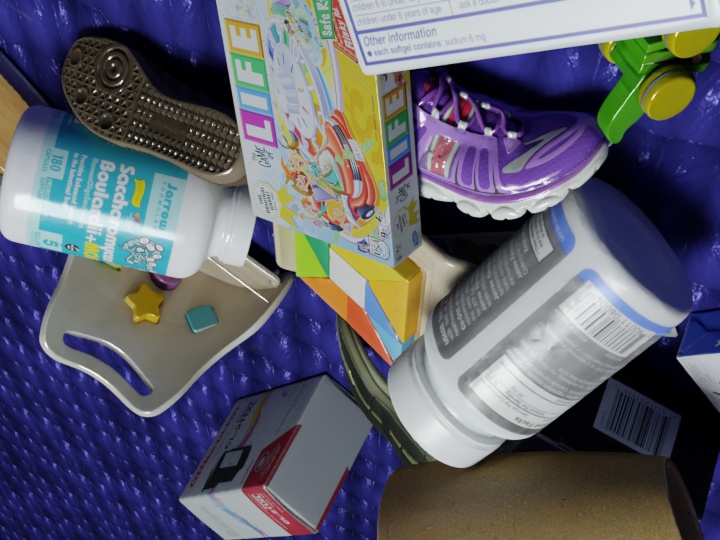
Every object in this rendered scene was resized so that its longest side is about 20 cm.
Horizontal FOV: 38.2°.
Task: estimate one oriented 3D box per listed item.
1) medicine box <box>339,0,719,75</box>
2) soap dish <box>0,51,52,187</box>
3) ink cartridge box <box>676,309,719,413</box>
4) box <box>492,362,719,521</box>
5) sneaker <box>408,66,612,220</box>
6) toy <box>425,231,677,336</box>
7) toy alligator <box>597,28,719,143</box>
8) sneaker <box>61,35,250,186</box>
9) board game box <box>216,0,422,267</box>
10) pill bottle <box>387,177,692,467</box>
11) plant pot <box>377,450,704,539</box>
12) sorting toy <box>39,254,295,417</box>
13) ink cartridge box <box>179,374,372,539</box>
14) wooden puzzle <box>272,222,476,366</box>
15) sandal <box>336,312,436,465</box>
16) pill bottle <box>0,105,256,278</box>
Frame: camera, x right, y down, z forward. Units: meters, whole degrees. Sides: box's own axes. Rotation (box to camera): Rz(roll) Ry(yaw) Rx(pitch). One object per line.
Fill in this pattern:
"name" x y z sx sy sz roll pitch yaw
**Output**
"medicine box" 0.066 -0.203 0.441 0.180 0.103 0.203 1 122 37
"soap dish" -0.370 -0.150 0.926 0.156 0.082 0.201 -6 132 43
"ink cartridge box" 0.324 0.106 0.760 0.093 0.045 0.200 -12 129 49
"box" 0.193 0.167 0.893 0.146 0.105 0.201 27 148 3
"sneaker" 0.063 -0.089 0.671 0.197 0.081 0.084 8 137 32
"toy" 0.130 0.024 0.798 0.197 0.048 0.116 3 140 36
"toy alligator" 0.170 -0.147 0.534 0.053 0.060 0.202 -13 141 -17
"sneaker" -0.148 -0.116 0.807 0.199 0.071 0.075 33 -173 25
"board game box" -0.027 -0.112 0.675 0.133 0.034 0.203 21 132 35
"pill bottle" 0.115 0.042 0.708 0.113 0.114 0.200 38 121 -14
"plant pot" 0.140 0.205 0.747 0.197 0.188 0.187 -22 126 22
"sorting toy" -0.192 0.028 0.936 0.199 0.181 0.107 36 147 -11
"ink cartridge box" -0.096 0.209 1.141 0.083 0.147 0.199 42 146 -19
"wooden puzzle" 0.000 0.000 0.837 0.199 0.037 0.186 37 151 22
"sandal" 0.036 0.113 0.935 0.202 0.057 0.080 53 161 27
"pill bottle" -0.185 -0.059 0.850 0.196 0.113 0.111 12 150 -11
